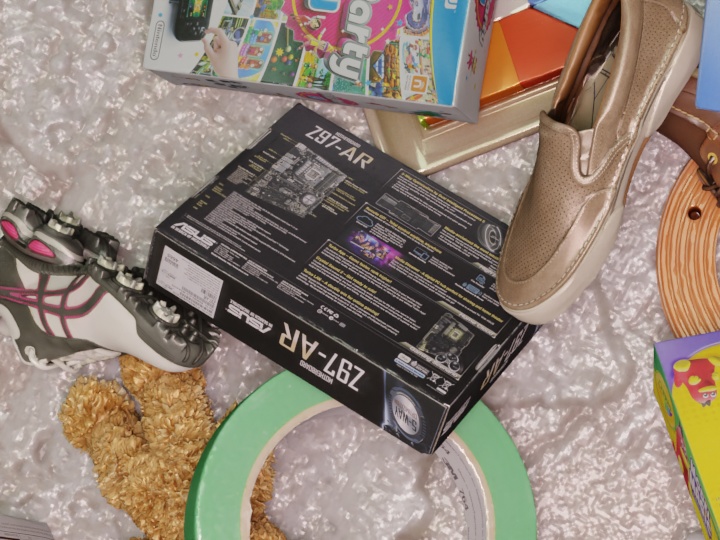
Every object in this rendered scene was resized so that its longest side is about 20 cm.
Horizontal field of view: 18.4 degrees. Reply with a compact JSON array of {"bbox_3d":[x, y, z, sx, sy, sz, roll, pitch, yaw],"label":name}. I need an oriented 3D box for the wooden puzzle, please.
[{"bbox_3d":[0.081,-0.172,1.352,0.199,0.037,0.186,-20,78,7],"label":"wooden puzzle"}]

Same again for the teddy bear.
[{"bbox_3d":[-0.107,0.133,1.326,0.144,0.067,0.201,-18,78,10],"label":"teddy bear"}]

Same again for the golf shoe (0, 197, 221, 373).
[{"bbox_3d":[-0.156,0.030,1.327,0.200,0.077,0.088,30,98,47],"label":"golf shoe"}]

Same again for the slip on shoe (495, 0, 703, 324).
[{"bbox_3d":[0.121,-0.068,1.234,0.200,0.060,0.076,-61,37,8],"label":"slip on shoe"}]

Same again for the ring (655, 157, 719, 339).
[{"bbox_3d":[0.274,-0.006,1.299,0.200,0.019,0.201,-1,82,10],"label":"ring"}]

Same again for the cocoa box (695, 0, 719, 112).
[{"bbox_3d":[0.267,-0.179,1.219,0.131,0.200,0.134,10,125,13],"label":"cocoa box"}]

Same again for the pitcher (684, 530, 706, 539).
[{"bbox_3d":[0.253,0.218,1.190,0.199,0.172,0.122,22,92,12],"label":"pitcher"}]

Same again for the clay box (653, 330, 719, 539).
[{"bbox_3d":[0.237,0.112,1.192,0.114,0.048,0.200,-11,43,-3],"label":"clay box"}]

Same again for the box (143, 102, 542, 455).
[{"bbox_3d":[0.000,0.000,1.288,0.200,0.044,0.160,30,43,13],"label":"box"}]

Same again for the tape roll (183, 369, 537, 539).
[{"bbox_3d":[0.000,0.148,1.276,0.200,0.048,0.201,3,78,-13],"label":"tape roll"}]

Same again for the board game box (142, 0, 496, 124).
[{"bbox_3d":[-0.018,-0.176,1.334,0.199,0.064,0.148,8,86,17],"label":"board game box"}]

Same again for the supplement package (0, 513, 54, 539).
[{"bbox_3d":[-0.249,0.272,1.291,0.191,0.147,0.201,-27,76,6],"label":"supplement package"}]

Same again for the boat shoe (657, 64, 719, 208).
[{"bbox_3d":[0.223,-0.066,1.271,0.200,0.072,0.068,26,84,12],"label":"boat shoe"}]
